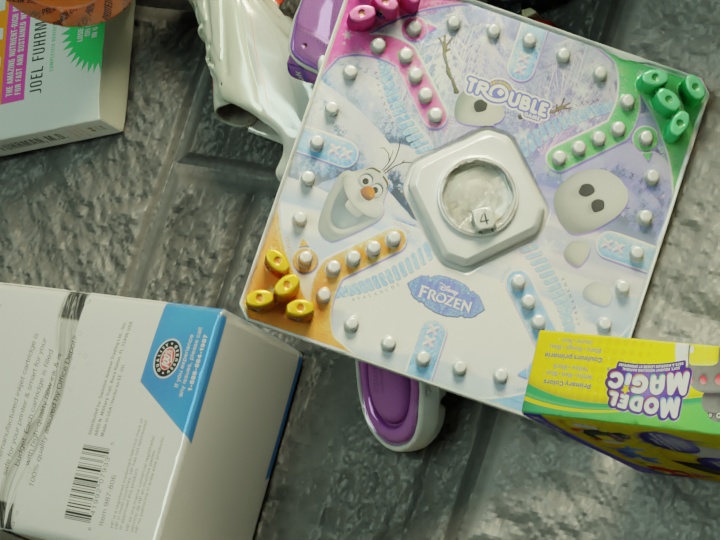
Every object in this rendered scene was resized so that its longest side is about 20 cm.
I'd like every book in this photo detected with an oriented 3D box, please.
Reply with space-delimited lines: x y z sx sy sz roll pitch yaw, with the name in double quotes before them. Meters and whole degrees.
"book" -0.234 -0.138 1.712 0.199 0.048 0.134 -10 67 31

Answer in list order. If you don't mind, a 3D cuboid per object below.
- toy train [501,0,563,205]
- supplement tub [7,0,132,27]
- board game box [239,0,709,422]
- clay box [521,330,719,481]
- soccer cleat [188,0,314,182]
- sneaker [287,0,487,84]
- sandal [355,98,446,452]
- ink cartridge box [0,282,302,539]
"toy train" 0.101 -0.110 1.445 0.046 0.034 0.201 -14 62 19
"supplement tub" -0.164 -0.248 1.609 0.122 0.123 0.201 -24 37 28
"board game box" 0.061 -0.039 1.366 0.199 0.026 0.201 19 82 0
"clay box" 0.190 0.072 1.243 0.199 0.115 0.048 6 76 40
"soccer cleat" -0.069 -0.131 1.560 0.078 0.069 0.200 -45 54 6
"sneaker" 0.016 -0.090 1.459 0.114 0.073 0.201 -10 76 29
"sandal" 0.004 -0.001 1.405 0.082 0.050 0.204 -10 92 53
"ink cartridge box" -0.148 0.093 1.517 0.199 0.084 0.145 7 75 38
